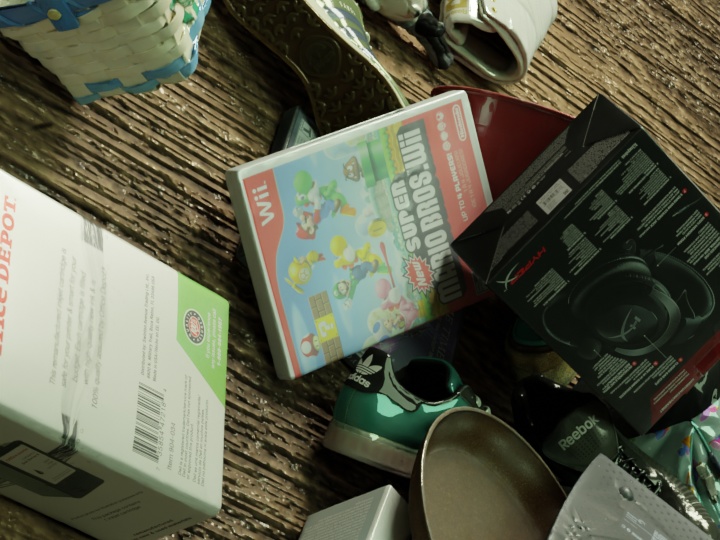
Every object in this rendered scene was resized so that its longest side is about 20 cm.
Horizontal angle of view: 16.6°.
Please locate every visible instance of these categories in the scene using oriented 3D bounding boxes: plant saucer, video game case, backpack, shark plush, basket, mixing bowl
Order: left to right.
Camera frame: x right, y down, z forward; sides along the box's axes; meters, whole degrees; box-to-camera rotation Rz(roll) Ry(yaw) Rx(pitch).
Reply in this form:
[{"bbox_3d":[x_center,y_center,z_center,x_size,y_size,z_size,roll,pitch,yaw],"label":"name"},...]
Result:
[{"bbox_3d":[-0.169,-0.218,1.511,0.200,0.139,0.177,50,38,-38],"label":"basket"},{"bbox_3d":[0.000,0.000,1.713,0.200,0.019,0.143,45,40,-28],"label":"video game case"},{"bbox_3d":[0.009,-0.026,1.654,0.199,0.017,0.144,-22,103,-34],"label":"video game case"},{"bbox_3d":[0.021,-0.237,1.840,0.200,0.091,0.083,40,12,-25],"label":"shark plush"},{"bbox_3d":[0.090,0.185,1.585,0.200,0.032,0.201,39,36,-37],"label":"plant saucer"},{"bbox_3d":[0.126,-0.047,1.787,0.200,0.200,0.109,26,83,-43],"label":"mixing bowl"},{"bbox_3d":[0.239,0.165,1.833,0.126,0.167,0.201,-32,101,-36],"label":"backpack"}]

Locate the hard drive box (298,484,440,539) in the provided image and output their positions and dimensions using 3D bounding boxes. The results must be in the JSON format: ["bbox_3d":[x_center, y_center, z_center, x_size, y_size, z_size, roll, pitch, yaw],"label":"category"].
[{"bbox_3d":[0.011,0.262,1.527,0.156,0.077,0.200,48,39,-23],"label":"hard drive box"}]

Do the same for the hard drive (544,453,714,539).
[{"bbox_3d":[0.171,0.207,1.583,0.135,0.042,0.200,37,28,0],"label":"hard drive"}]

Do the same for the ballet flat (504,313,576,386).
[{"bbox_3d":[0.155,0.021,1.873,0.071,0.070,0.200,51,38,-21],"label":"ballet flat"}]

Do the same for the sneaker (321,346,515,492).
[{"bbox_3d":[0.063,0.105,1.666,0.200,0.071,0.080,19,91,-45],"label":"sneaker"}]

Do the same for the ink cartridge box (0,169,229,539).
[{"bbox_3d":[-0.172,0.052,1.400,0.200,0.084,0.146,32,47,-40],"label":"ink cartridge box"}]

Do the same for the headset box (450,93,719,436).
[{"bbox_3d":[0.185,0.003,1.693,0.200,0.149,0.077,42,5,-30],"label":"headset box"}]

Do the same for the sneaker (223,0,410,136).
[{"bbox_3d":[-0.012,-0.151,1.728,0.200,0.067,0.090,51,28,-7],"label":"sneaker"}]

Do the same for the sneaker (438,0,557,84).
[{"bbox_3d":[0.082,-0.239,1.910,0.200,0.073,0.116,52,34,-22],"label":"sneaker"}]

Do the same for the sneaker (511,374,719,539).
[{"bbox_3d":[0.169,0.138,1.722,0.200,0.066,0.091,40,-13,41],"label":"sneaker"}]
